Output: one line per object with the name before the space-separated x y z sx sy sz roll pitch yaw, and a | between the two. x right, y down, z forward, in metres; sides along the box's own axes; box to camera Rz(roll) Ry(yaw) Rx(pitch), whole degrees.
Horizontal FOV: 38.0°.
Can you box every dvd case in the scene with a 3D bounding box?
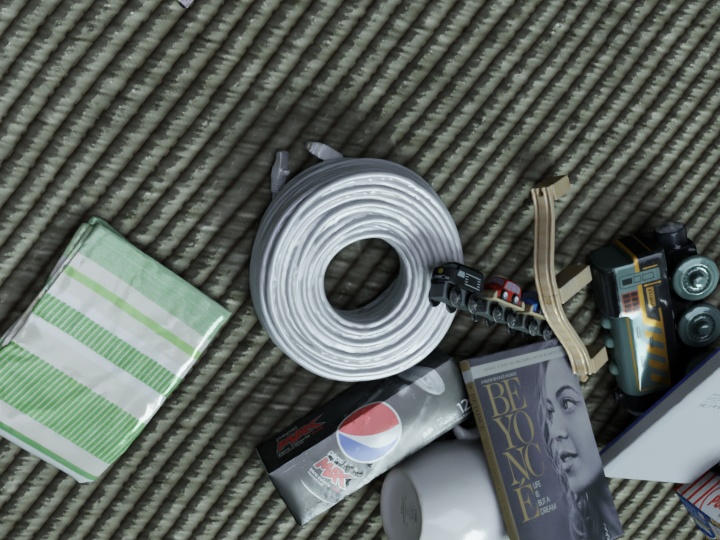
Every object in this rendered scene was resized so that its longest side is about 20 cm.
dvd case | 0.173 0.169 0.985 0.148 0.016 0.201 -7 78 -42

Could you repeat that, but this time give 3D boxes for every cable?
cable | 0.000 0.000 0.934 0.199 0.069 0.201 13 100 -21

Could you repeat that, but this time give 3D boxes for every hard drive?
hard drive | 0.342 0.149 1.042 0.131 0.025 0.200 9 137 -26

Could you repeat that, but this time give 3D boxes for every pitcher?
pitcher | 0.122 0.196 1.012 0.199 0.121 0.173 -1 85 -29

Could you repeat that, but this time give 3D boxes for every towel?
towel | -0.231 0.074 0.906 0.152 0.023 0.200 37 89 -23

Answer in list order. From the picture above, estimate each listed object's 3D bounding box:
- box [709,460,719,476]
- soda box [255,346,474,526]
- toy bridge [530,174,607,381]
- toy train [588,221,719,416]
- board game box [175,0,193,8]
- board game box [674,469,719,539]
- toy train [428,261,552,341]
box | 0.489 0.161 1.127 0.199 0.086 0.165 13 99 -20
soda box | 0.006 0.148 0.974 0.199 0.071 0.064 -32 108 -8
toy bridge | 0.195 0.015 1.000 0.067 0.027 0.201 -31 111 -46
toy train | 0.295 0.052 1.043 0.113 0.085 0.201 -14 111 0
board game box | -0.120 -0.326 0.835 0.120 0.032 0.200 40 90 -18
board game box | 0.436 0.320 1.116 0.046 0.151 0.200 -38 113 -5
toy train | 0.126 0.028 0.963 0.199 0.034 0.046 21 73 -49
